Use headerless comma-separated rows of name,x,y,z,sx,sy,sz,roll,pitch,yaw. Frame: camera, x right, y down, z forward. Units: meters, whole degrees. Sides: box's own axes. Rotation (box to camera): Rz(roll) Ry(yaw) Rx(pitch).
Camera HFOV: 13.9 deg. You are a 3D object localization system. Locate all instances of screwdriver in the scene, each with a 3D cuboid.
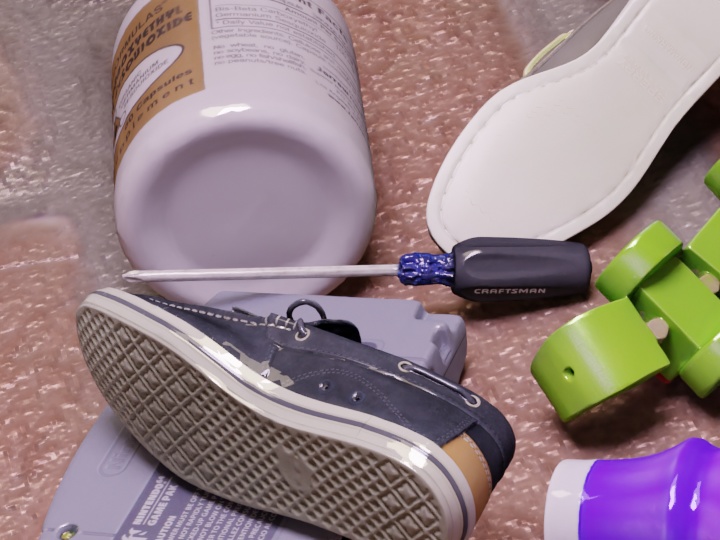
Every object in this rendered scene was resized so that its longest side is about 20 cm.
screwdriver,0.000,0.000,1.253,0.200,0.028,0.029,0,-7,-10

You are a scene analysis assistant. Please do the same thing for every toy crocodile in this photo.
toy crocodile,0.150,-0.001,1.218,0.068,0.062,0.200,46,56,8

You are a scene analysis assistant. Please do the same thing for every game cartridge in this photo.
game cartridge,-0.049,0.082,1.193,0.133,0.041,0.200,6,40,22

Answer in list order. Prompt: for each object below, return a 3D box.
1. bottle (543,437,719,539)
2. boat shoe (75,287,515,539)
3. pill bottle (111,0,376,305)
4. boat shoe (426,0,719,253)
bottle,0.167,0.095,1.067,0.200,0.065,0.084,0,37,21
boat shoe,-0.027,0.051,1.138,0.200,0.075,0.062,20,42,33
pill bottle,-0.056,-0.078,1.348,0.114,0.114,0.200,-13,35,3
boat shoe,0.102,-0.070,1.326,0.202,0.072,0.060,-44,2,-18
